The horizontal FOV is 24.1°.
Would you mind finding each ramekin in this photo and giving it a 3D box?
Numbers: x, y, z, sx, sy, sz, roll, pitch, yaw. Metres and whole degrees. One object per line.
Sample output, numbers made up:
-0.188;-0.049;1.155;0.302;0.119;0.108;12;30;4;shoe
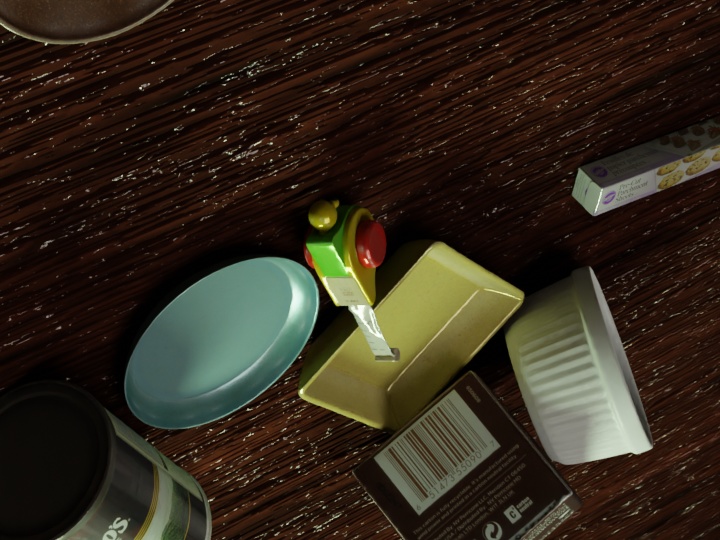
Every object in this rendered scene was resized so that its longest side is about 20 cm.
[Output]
0.223;0.105;1.754;0.104;0.201;0.200;-19;148;10;ramekin

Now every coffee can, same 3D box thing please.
-0.233;0.198;1.444;0.146;0.146;0.200;-40;147;-1;coffee can

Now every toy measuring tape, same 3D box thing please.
0.000;0.000;1.507;0.073;0.074;0.200;-36;135;-7;toy measuring tape

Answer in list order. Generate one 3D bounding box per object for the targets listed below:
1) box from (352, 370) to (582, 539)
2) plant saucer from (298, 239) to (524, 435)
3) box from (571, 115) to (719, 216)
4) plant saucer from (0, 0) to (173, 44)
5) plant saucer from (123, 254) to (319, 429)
0.116;0.227;1.761;0.166;0.164;0.200;-41;165;1;box
0.043;0.057;1.648;0.200;0.048;0.200;-48;147;10;plant saucer
0.307;-0.109;1.730;0.199;0.039;0.042;-20;140;-29;box
-0.174;-0.242;1.102;0.200;0.037;0.201;-27;145;-21;plant saucer
-0.127;0.059;1.500;0.199;0.027;0.201;-26;143;-21;plant saucer
